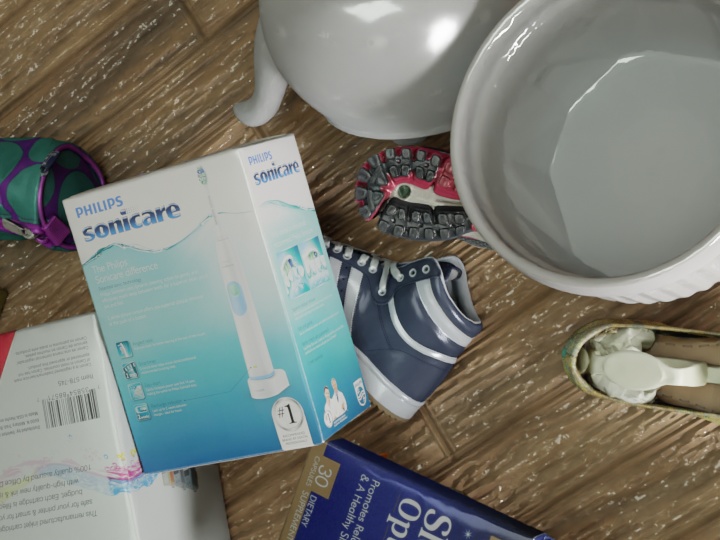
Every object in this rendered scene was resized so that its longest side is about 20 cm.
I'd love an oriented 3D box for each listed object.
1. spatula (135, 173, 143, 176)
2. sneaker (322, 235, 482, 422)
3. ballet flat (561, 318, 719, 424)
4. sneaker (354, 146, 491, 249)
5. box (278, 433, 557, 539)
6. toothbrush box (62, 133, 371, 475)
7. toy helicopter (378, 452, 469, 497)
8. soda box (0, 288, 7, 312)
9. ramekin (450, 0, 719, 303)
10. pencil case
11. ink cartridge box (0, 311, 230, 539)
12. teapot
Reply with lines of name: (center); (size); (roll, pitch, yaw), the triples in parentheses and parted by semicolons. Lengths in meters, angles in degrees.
spatula: (-0.119, -0.001, 1.040); (0.200, 0.021, 0.057); (43, 81, 12)
sneaker: (0.000, 0.000, 0.970); (0.200, 0.070, 0.109); (47, 107, 10)
ballet flat: (0.228, 0.068, 0.884); (0.199, 0.071, 0.071); (6, 91, 21)
sneaker: (0.099, -0.050, 0.937); (0.199, 0.075, 0.081); (16, 104, 8)
box: (0.039, 0.200, 0.888); (0.199, 0.032, 0.122); (21, 96, 22)
toothbrush box: (-0.097, 0.023, 0.925); (0.146, 0.085, 0.201); (-14, 97, 26)
toy helicopter: (0.003, 0.217, 0.963); (0.200, 0.079, 0.133); (-34, 76, 20)
soda box: (-0.397, 0.011, 1.126); (0.199, 0.064, 0.068); (23, 97, 20)
ramekin: (0.163, -0.074, 0.807); (0.199, 0.105, 0.201); (-9, 71, 29)
pencil case: (-0.307, -0.060, 1.079); (0.199, 0.093, 0.085); (2, 132, 22)
ink cartridge box: (-0.200, 0.140, 1.004); (0.145, 0.145, 0.201); (-12, 84, 19)
teapot: (0.032, -0.153, 0.924); (0.200, 0.197, 0.147); (37, 145, 49)
